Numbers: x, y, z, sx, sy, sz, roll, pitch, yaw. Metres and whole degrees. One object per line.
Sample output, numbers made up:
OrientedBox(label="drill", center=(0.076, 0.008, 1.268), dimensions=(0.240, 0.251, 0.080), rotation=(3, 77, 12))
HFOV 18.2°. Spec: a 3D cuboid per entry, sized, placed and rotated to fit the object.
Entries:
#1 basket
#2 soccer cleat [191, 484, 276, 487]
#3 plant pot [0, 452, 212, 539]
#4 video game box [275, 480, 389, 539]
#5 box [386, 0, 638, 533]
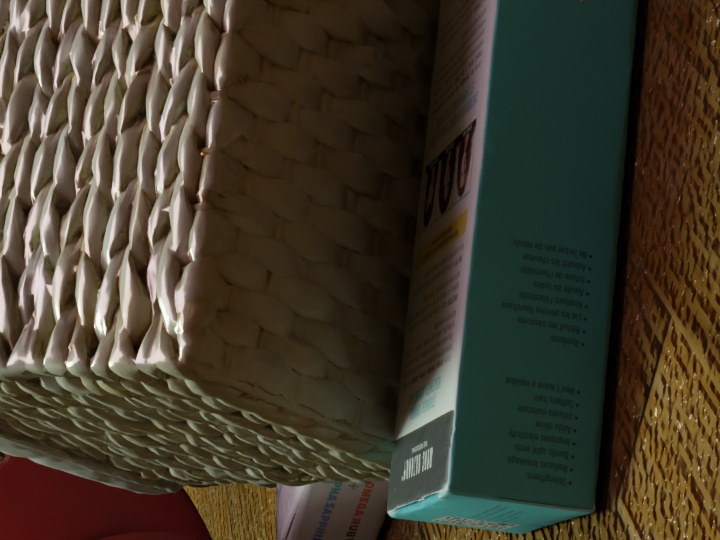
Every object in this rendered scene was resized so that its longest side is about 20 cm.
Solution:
OrientedBox(label="basket", center=(-0.060, -0.034, 0.785), dimensions=(0.200, 0.160, 0.199), rotation=(28, -115, -53))
OrientedBox(label="soccer cleat", center=(-0.075, 0.070, 1.057), dimensions=(0.200, 0.077, 0.070), rotation=(55, -153, -70))
OrientedBox(label="plant pot", center=(-0.145, 0.160, 0.992), dimensions=(0.182, 0.200, 0.201), rotation=(32, 117, 45))
OrientedBox(label="video game box", center=(0.000, 0.000, 0.982), dimensions=(0.183, 0.047, 0.200), rotation=(106, 167, -47))
OrientedBox(label="box", center=(0.050, -0.020, 0.725), dimensions=(0.082, 0.049, 0.201), rotation=(138, 140, -74))
